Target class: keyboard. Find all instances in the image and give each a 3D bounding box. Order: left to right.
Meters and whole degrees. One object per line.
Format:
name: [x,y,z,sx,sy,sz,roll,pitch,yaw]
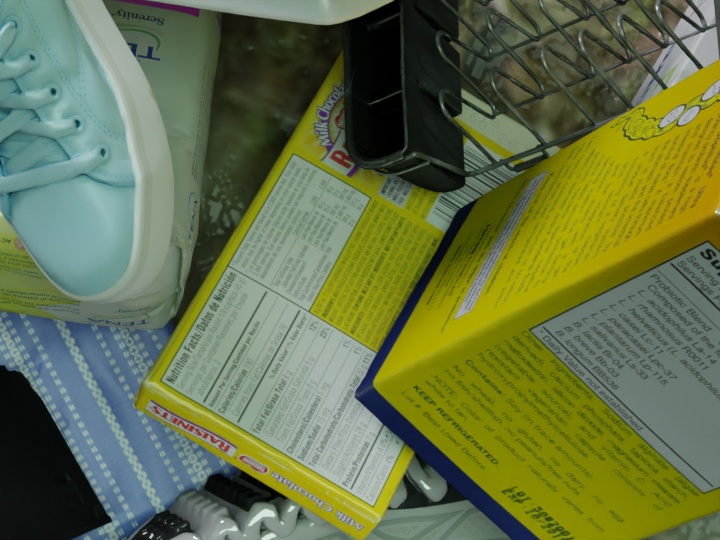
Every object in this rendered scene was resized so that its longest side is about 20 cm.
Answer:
keyboard: [-0.152,0.104,0.808,0.021,0.200,0.127,-34,82,26]

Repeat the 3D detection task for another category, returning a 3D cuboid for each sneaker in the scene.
sneaker: [-0.129,-0.077,0.755,0.074,0.082,0.200,-19,94,33]
sneaker: [0.003,0.108,0.894,0.200,0.075,0.081,-14,100,-13]

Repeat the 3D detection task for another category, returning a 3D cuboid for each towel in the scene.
towel: [-0.164,0.065,0.903,0.200,0.024,0.145,-28,89,-8]

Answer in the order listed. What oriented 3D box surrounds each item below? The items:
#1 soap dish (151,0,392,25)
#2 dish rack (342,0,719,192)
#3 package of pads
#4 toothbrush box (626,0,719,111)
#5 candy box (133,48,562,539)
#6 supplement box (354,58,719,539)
soap dish: [-0.057,-0.156,0.832,0.200,0.157,0.081,13,115,25]
dish rack: [0.087,-0.122,0.868,0.200,0.055,0.154,-20,57,30]
package of pads: [-0.157,-0.062,0.864,0.199,0.068,0.155,7,55,-5]
toothbrush box: [0.205,-0.028,0.910,0.200,0.086,0.146,33,68,-1]
candy box: [0.000,0.000,0.884,0.102,0.026,0.200,30,55,-1]
supplement box: [0.112,0.012,0.797,0.109,0.200,0.110,43,51,-15]
